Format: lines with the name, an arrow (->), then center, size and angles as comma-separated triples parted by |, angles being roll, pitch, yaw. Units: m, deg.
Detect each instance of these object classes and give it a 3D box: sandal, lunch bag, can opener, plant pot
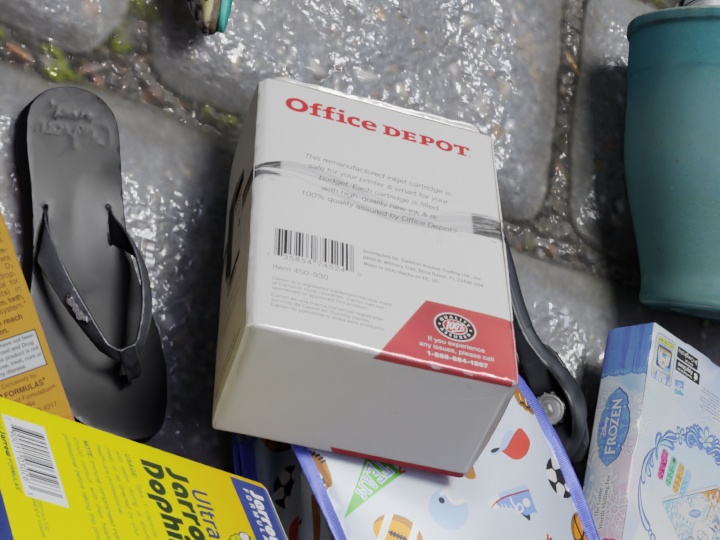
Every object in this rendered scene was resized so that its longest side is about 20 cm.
sandal -> -0.148, -0.003, 0.883 | 0.075, 0.043, 0.202 | -9, 83, -36
lunch bag -> 0.030, 0.139, 0.918 | 0.169, 0.124, 0.202 | -17, 81, -34
can opener -> 0.087, 0.037, 1.035 | 0.063, 0.079, 0.202 | -26, 90, 3
plant pot -> 0.266, -0.059, 1.096 | 0.198, 0.199, 0.190 | 10, 87, -32

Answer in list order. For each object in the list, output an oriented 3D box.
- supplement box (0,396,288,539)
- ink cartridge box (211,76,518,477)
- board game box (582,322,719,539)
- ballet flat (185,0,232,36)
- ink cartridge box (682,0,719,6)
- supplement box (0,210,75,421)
supplement box -> -0.131, 0.150, 0.766 | 0.199, 0.109, 0.110 | 25, 25, -40
ink cartridge box -> 0.000, 0.000, 0.893 | 0.145, 0.083, 0.201 | 13, 42, -12
board game box -> 0.222, 0.166, 1.074 | 0.199, 0.043, 0.201 | 31, 60, -36
ballet flat -> -0.091, -0.233, 0.980 | 0.072, 0.072, 0.202 | 24, 65, -27
ink cartridge box -> 0.345, -0.206, 1.280 | 0.199, 0.043, 0.198 | 37, 59, -24
supplement box -> -0.208, 0.012, 0.824 | 0.068, 0.066, 0.202 | -21, 90, -36
